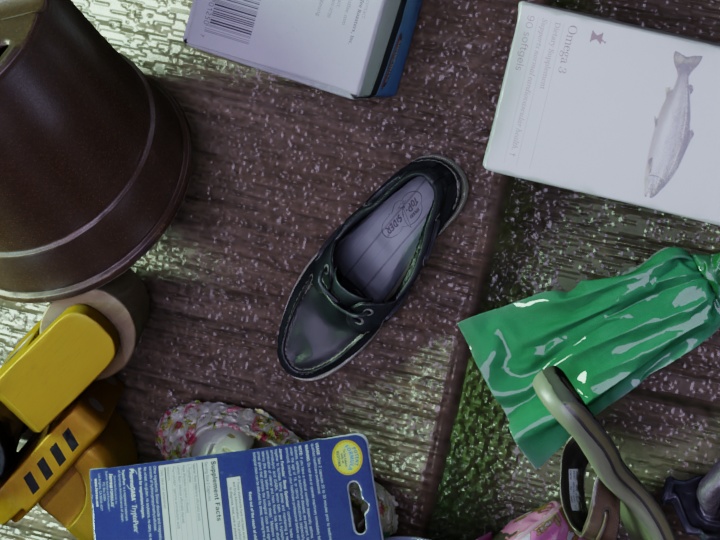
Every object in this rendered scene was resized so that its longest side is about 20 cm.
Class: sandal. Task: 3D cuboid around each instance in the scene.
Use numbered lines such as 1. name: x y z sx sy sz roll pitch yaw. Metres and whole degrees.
1. sandal: 0.161 0.150 1.285 0.057 0.080 0.201 -36 116 -1

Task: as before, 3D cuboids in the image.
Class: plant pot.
1. plant pot: -0.241 -0.113 1.272 0.199 0.198 0.201 -9 57 14

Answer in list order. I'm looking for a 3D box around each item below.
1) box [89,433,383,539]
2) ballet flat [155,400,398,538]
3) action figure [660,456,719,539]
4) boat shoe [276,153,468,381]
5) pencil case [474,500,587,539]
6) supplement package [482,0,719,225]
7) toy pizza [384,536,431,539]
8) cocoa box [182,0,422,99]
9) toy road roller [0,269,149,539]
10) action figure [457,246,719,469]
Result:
1. box: -0.085 0.183 1.293 0.199 0.032 0.122 -8 55 -2
2. ballet flat: -0.065 0.150 1.369 0.199 0.064 0.076 21 97 10
3. action figure: 0.313 0.166 1.242 0.199 0.194 0.105 1 137 -7
4. boat shoe: 0.002 0.001 1.338 0.075 0.066 0.199 45 102 4
5. pencil case: 0.162 0.260 1.322 0.086 0.083 0.201 -34 88 -1
6. supplement package: 0.197 -0.104 1.260 0.199 0.117 0.118 14 98 10
7. toy pizza: 0.066 0.276 1.336 0.199 0.032 0.201 18 123 30
8. cocoa box: -0.020 -0.232 1.286 0.133 0.131 0.201 18 99 10
9. toy road roller: -0.208 0.107 1.371 0.146 0.123 0.200 42 103 -10
10. action figure: 0.182 0.041 1.309 0.199 0.055 0.119 -30 87 17
